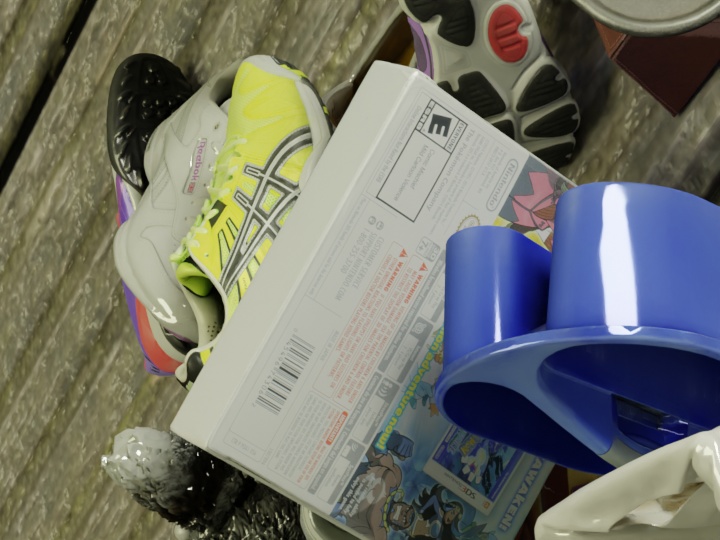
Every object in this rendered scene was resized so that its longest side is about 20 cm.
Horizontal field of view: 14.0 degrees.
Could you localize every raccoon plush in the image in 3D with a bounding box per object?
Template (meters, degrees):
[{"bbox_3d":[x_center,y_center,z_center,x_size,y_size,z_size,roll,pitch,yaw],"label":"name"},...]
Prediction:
[{"bbox_3d":[-0.054,0.177,1.482,0.097,0.199,0.134,-45,39,31],"label":"raccoon plush"}]

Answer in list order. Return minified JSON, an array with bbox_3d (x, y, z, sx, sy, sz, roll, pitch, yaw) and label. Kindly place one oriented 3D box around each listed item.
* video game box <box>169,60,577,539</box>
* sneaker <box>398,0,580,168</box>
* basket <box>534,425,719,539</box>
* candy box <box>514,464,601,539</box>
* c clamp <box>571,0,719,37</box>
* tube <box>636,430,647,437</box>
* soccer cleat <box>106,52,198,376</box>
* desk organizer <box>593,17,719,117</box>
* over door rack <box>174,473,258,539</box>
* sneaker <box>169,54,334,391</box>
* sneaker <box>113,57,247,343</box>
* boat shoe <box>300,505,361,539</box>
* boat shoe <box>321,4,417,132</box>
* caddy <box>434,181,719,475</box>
[{"bbox_3d":[0.032,0.031,1.386,0.201,0.182,0.047,-60,31,-6],"label":"video game box"},{"bbox_3d":[0.058,-0.122,1.467,0.084,0.080,0.201,-105,2,-52],"label":"sneaker"},{"bbox_3d":[0.181,0.169,1.237,0.135,0.123,0.201,-34,69,52],"label":"basket"},{"bbox_3d":[0.058,0.161,1.520,0.200,0.056,0.117,-15,78,57],"label":"candy box"},{"bbox_3d":[0.128,-0.201,1.366,0.200,0.171,0.027,48,166,27],"label":"c clamp"},{"bbox_3d":[0.102,0.178,1.396,0.077,0.050,0.200,39,99,11],"label":"tube"},{"bbox_3d":[-0.127,-0.033,1.798,0.073,0.068,0.201,-34,64,57],"label":"soccer cleat"},{"bbox_3d":[0.111,-0.175,1.429,0.077,0.071,0.201,-55,46,44],"label":"desk organizer"},{"bbox_3d":[-0.063,0.163,1.649,0.148,0.066,0.201,129,137,-74],"label":"over door rack"},{"bbox_3d":[-0.058,-0.023,1.549,0.075,0.076,0.201,139,133,-58],"label":"sneaker"},{"bbox_3d":[-0.088,-0.045,1.688,0.100,0.075,0.200,-47,27,36],"label":"sneaker"},{"bbox_3d":[0.018,0.077,1.500,0.065,0.074,0.202,-59,6,47],"label":"boat shoe"},{"bbox_3d":[0.004,-0.079,1.591,0.200,0.070,0.071,-49,51,44],"label":"boat shoe"},{"bbox_3d":[0.122,0.041,1.301,0.141,0.200,0.105,-20,61,39],"label":"caddy"}]
